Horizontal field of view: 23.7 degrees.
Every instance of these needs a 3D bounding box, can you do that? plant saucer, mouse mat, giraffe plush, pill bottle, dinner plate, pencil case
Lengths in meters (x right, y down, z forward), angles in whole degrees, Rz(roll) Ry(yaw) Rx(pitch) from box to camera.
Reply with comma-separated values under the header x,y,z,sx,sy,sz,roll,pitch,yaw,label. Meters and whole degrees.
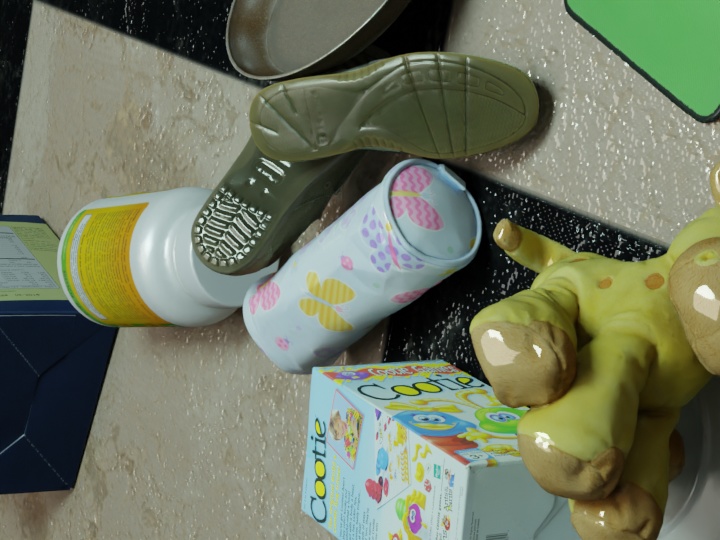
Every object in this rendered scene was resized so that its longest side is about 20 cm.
x,y,z,sx,sy,sz,roll,pitch,yaw,label
-0.013,-0.210,1.211,0.200,0.032,0.201,-29,42,30,plant saucer
0.199,-0.207,1.001,0.161,0.008,0.201,50,126,42,mouse mat
0.171,0.032,0.917,0.162,0.173,0.200,-24,30,23,giraffe plush
-0.153,-0.010,1.384,0.200,0.111,0.112,-3,87,54,pill bottle
0.163,0.094,1.025,0.200,0.024,0.201,-2,88,55,dinner plate
0.000,0.000,1.201,0.083,0.091,0.200,49,138,-3,pencil case

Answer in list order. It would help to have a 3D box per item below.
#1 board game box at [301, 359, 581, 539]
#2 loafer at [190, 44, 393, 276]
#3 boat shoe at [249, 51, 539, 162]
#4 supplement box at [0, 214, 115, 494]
x,y,z,sx,sy,sz,roll,pitch,yaw,label
0.054,0.134,1.078,0.200,0.103,0.105,27,116,58,board game box
-0.045,-0.079,1.235,0.076,0.067,0.200,41,87,15,loafer
0.026,-0.112,1.147,0.200,0.066,0.072,-4,105,21,boat shoe
-0.349,0.075,1.628,0.200,0.134,0.201,43,122,45,supplement box
